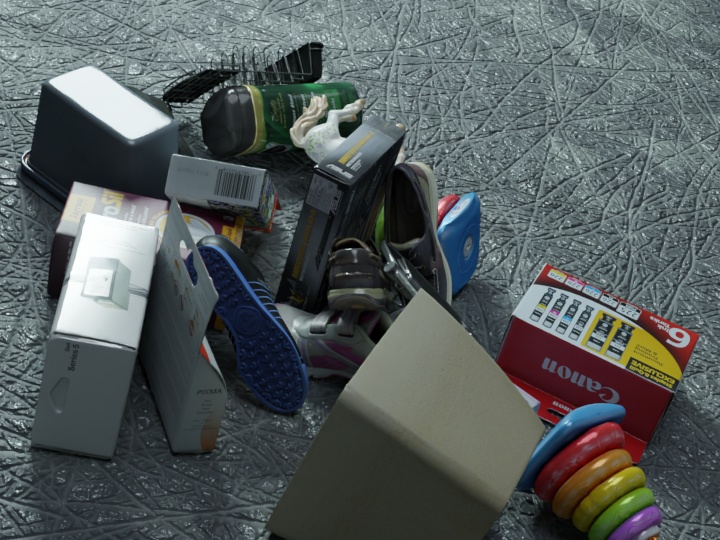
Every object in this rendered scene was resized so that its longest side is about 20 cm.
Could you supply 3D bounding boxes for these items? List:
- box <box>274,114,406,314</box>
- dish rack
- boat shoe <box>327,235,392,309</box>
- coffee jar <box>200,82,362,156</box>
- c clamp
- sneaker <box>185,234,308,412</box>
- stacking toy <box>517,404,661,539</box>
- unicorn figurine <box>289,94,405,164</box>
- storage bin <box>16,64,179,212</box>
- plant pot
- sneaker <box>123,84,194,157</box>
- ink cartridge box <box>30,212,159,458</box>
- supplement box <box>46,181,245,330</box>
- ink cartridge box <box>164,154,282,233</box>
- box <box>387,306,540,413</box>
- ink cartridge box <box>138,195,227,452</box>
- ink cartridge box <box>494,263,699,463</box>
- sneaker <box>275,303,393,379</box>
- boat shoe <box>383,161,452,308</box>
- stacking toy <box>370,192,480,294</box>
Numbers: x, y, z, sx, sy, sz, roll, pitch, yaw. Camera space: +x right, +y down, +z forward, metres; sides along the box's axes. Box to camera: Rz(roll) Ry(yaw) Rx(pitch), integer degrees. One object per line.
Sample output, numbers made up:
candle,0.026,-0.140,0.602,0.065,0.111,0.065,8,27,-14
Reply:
box,-0.024,-0.058,1.635,0.048,0.201,0.158,26,36,11
dish rack,-0.160,-0.256,1.906,0.199,0.153,0.055,-4,79,-38
boat shoe,0.000,0.000,1.544,0.074,0.074,0.200,0,3,-3
coffee jar,-0.104,-0.198,1.882,0.199,0.104,0.086,-6,85,-30
c clamp,0.078,0.043,1.533,0.200,0.027,0.171,44,7,-36
sneaker,-0.110,0.050,1.504,0.201,0.070,0.078,61,16,-10
stacking toy,0.257,0.241,1.425,0.116,0.110,0.200,-8,52,-48
unicorn figurine,-0.003,-0.143,1.790,0.199,0.074,0.137,20,47,29
storage bin,-0.292,-0.146,1.701,0.200,0.135,0.145,36,42,24
plant pot,0.056,0.177,1.362,0.177,0.200,0.200,33,36,6
sneaker,-0.264,-0.184,1.832,0.091,0.076,0.200,-11,45,-48
ink cartridge box,-0.259,0.063,1.417,0.083,0.146,0.200,12,35,-9
supplement box,-0.235,-0.017,1.591,0.199,0.086,0.111,12,34,-7
ink cartridge box,-0.155,-0.081,1.683,0.108,0.051,0.200,10,-10,5
box,0.106,0.111,1.595,0.200,0.039,0.041,36,38,26
ink cartridge box,-0.165,0.052,1.419,0.050,0.201,0.163,1,38,-27
ink cartridge box,0.261,0.103,1.633,0.199,0.084,0.176,25,36,11
sneaker,-0.014,0.072,1.557,0.199,0.089,0.081,19,34,4
boat shoe,0.058,-0.026,1.650,0.072,0.201,0.065,-5,-3,32
stacking toy,0.043,-0.052,1.765,0.199,0.110,0.116,15,37,25
